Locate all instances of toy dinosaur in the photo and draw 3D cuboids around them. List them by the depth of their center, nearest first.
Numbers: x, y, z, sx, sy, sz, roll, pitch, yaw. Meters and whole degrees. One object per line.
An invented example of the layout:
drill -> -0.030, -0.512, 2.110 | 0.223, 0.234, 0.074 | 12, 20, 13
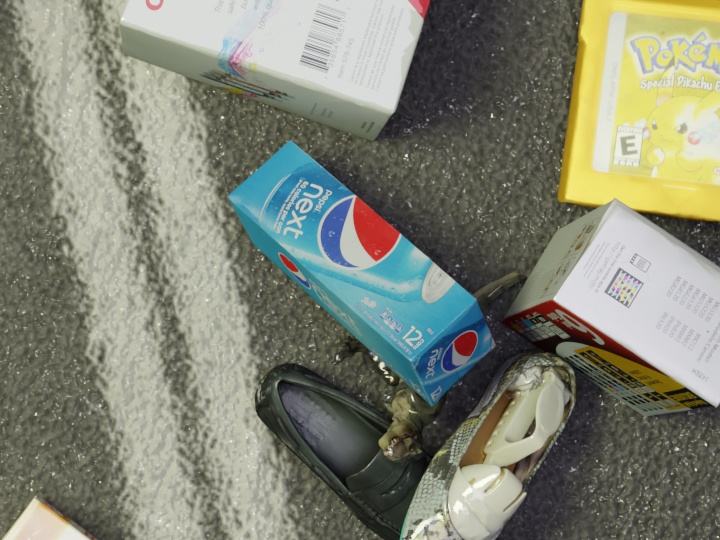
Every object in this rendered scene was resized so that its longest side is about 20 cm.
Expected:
toy dinosaur -> 0.037, 0.054, 1.670 | 0.088, 0.048, 0.200 | 32, 54, 0

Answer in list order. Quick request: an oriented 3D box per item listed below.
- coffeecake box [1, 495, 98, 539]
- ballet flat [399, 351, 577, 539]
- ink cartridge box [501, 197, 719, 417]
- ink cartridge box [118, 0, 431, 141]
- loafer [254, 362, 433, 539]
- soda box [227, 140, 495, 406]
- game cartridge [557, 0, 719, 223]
coffeecake box -> -0.191, 0.276, 1.638 | 0.200, 0.073, 0.154 | 38, 83, -2
ballet flat -> 0.093, 0.133, 1.644 | 0.072, 0.072, 0.201 | 34, 61, -2
ink cartridge box -> 0.204, 0.042, 1.629 | 0.175, 0.200, 0.084 | 33, 82, -2
ink cartridge box -> -0.055, -0.196, 1.651 | 0.199, 0.145, 0.146 | 19, 85, -4
loafer -> 0.009, 0.139, 1.669 | 0.200, 0.070, 0.068 | 39, 83, -2
soda box -> 0.000, 0.000, 1.631 | 0.064, 0.068, 0.200 | -43, 58, -11
game cartridge -> 0.239, -0.137, 1.696 | 0.175, 0.032, 0.201 | 7, 93, 14
